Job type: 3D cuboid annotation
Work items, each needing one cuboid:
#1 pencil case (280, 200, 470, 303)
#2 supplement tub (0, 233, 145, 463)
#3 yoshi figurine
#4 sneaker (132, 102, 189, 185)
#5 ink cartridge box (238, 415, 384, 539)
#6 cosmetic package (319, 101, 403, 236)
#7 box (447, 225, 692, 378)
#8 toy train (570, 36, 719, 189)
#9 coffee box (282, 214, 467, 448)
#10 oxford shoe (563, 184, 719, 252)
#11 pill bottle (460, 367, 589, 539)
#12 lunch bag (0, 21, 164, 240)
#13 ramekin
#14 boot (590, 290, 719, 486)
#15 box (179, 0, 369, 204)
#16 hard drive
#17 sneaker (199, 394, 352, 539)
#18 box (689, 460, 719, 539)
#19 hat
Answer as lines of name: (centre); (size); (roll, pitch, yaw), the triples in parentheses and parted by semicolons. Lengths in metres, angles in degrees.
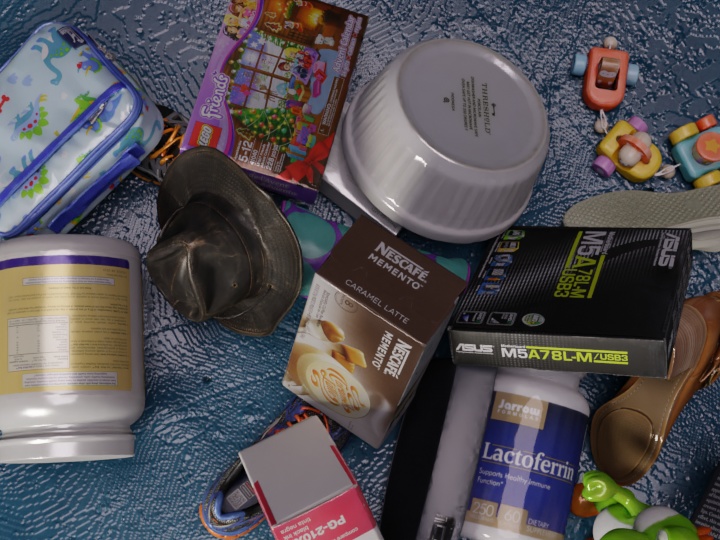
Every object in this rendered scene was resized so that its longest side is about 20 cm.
pencil case: (0.000, 0.000, 1.229); (0.200, 0.092, 0.085); (19, 111, -9)
supplement tub: (-0.274, 0.075, 1.178); (0.145, 0.145, 0.200); (-2, 80, -4)
yoshi figurine: (0.233, 0.247, 1.144); (0.112, 0.200, 0.112); (36, 81, -8)
sneaker: (-0.171, -0.108, 1.252); (0.200, 0.077, 0.078); (36, 82, 5)
ink cartridge box: (-0.022, 0.253, 1.124); (0.084, 0.145, 0.200); (-26, 113, -7)
cosmetic package: (-0.023, -0.120, 1.275); (0.200, 0.051, 0.083); (38, 75, 3)
box: (0.200, 0.023, 1.172); (0.193, 0.200, 0.048); (0, 120, 23)
toy train: (0.311, -0.162, 1.300); (0.200, 0.056, 0.150); (14, 80, -1)
coffee box: (0.008, 0.060, 1.129); (0.114, 0.200, 0.080); (33, 56, 8)
oxford shoe: (0.305, -0.045, 1.279); (0.200, 0.058, 0.075); (-5, 45, 0)
pill bottle: (0.153, 0.163, 1.204); (0.116, 0.116, 0.200); (13, 79, -1)
lunch bag: (-0.299, -0.127, 1.217); (0.200, 0.082, 0.161); (-43, 68, 2)
ramekin: (0.090, -0.134, 1.224); (0.202, 0.094, 0.203); (10, 57, -16)
boot: (0.307, 0.109, 1.240); (0.077, 0.200, 0.155); (29, 34, 35)
box: (-0.082, -0.177, 1.230); (0.137, 0.039, 0.200); (16, 69, -4)
hard drive: (0.069, 0.176, 1.184); (0.042, 0.135, 0.200); (17, 80, -15)
sneaker: (-0.071, 0.179, 1.206); (0.075, 0.078, 0.200); (41, 80, 3)
box: (0.378, 0.282, 1.170); (0.148, 0.107, 0.200); (37, 78, -30)
hat: (-0.148, -0.012, 1.169); (0.081, 0.201, 0.201); (-31, 82, -38)
